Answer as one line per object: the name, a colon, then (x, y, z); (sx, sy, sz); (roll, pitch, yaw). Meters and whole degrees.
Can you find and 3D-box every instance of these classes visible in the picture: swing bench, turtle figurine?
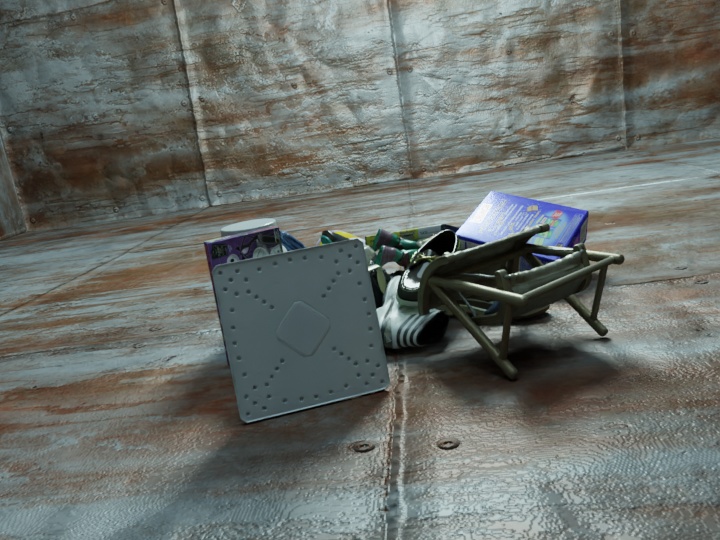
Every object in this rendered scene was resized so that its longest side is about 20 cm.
swing bench: (0.217, 0.021, 0.922); (0.198, 0.131, 0.200); (-18, 35, -29)
turtle figurine: (0.124, -0.018, 1.214); (0.198, 0.102, 0.150); (15, 13, -11)

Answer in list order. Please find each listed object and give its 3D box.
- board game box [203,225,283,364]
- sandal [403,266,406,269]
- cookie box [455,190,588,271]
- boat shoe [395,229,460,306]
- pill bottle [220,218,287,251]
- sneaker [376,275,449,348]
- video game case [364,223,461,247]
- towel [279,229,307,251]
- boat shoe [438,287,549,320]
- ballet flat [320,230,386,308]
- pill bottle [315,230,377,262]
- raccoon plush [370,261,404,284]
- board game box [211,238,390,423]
board game box: (-0.169, 0.040, 1.035); (0.119, 0.202, 0.032); (-14, 16, -22)
sandal: (0.126, -0.016, 1.372); (0.081, 0.055, 0.200); (-2, -4, -18)
cookie box: (0.303, -0.063, 1.238); (0.199, 0.076, 0.171); (18, 45, 30)
boat shoe: (0.110, -0.007, 1.061); (0.071, 0.061, 0.201); (12, 28, 22)
pill bottle: (-0.173, 0.020, 1.118); (0.115, 0.202, 0.116); (-8, 14, 2)
sneaker: (0.090, 0.073, 1.055); (0.114, 0.076, 0.201); (5, 25, 15)
video game case: (0.137, -0.061, 1.345); (0.179, 0.026, 0.199); (-7, -7, 34)
towel: (-0.136, -0.004, 1.265); (0.111, 0.049, 0.200); (-30, -34, 19)
boat shoe: (0.207, 0.036, 1.083); (0.201, 0.076, 0.075); (-2, 15, 25)
ballet flat: (0.000, 0.000, 1.095); (0.073, 0.201, 0.073); (-20, 31, 13)
pill bottle: (-0.025, -0.024, 1.407); (0.103, 0.105, 0.200); (-13, 14, -18)
raccoon plush: (0.014, -0.014, 1.276); (0.096, 0.135, 0.199); (1, 17, 37)
board game box: (-0.076, 0.075, 0.852); (0.198, 0.202, 0.026); (-11, 1, -12)
